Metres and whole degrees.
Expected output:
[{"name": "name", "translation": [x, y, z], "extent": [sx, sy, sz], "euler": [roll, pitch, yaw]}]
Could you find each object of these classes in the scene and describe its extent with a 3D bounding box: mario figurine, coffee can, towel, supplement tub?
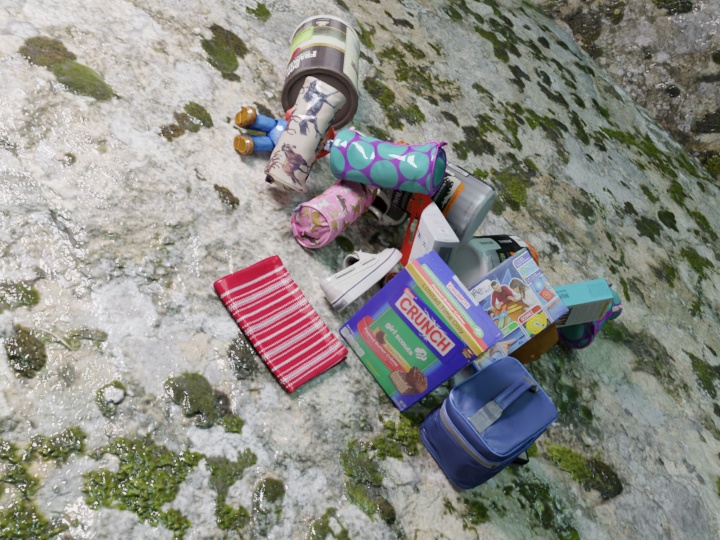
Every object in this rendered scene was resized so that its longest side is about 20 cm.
[{"name": "mario figurine", "translation": [-0.118, -0.242, 1.332], "extent": [0.200, 0.124, 0.106], "euler": [-3, 46, -40]}, {"name": "coffee can", "translation": [-0.075, -0.389, 1.480], "extent": [0.146, 0.146, 0.200], "euler": [26, 41, -23]}, {"name": "towel", "translation": [-0.116, 0.074, 1.121], "extent": [0.200, 0.022, 0.145], "euler": [53, 39, 10]}, {"name": "supplement tub", "translation": [0.133, -0.144, 1.353], "extent": [0.200, 0.123, 0.123], "euler": [33, 36, 14]}, {"name": "supplement tub", "translation": [0.254, -0.008, 1.457], "extent": [0.200, 0.123, 0.123], "euler": [-7, 61, -45]}]

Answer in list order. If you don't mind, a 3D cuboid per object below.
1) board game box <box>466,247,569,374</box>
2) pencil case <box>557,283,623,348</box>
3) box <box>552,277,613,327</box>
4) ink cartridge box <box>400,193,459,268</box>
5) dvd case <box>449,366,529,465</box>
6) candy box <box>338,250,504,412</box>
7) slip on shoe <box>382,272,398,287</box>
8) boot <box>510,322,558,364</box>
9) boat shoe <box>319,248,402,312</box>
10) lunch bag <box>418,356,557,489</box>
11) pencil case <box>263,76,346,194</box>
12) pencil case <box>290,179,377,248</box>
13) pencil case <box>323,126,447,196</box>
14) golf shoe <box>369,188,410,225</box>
[{"name": "board game box", "translation": [0.242, 0.071, 1.295], "extent": [0.200, 0.034, 0.136], "euler": [-33, 86, -12]}, {"name": "pencil case", "translation": [0.488, 0.096, 1.594], "extent": [0.200, 0.092, 0.085], "euler": [-26, 112, -50]}, {"name": "box", "translation": [0.380, 0.072, 1.456], "extent": [0.199, 0.082, 0.049], "euler": [-9, 55, -8]}, {"name": "ink cartridge box", "translation": [0.092, -0.032, 1.243], "extent": [0.047, 0.160, 0.200], "euler": [2, 32, -18]}, {"name": "dvd case", "translation": [0.216, 0.228, 1.291], "extent": [0.142, 0.018, 0.200], "euler": [20, 44, -28]}, {"name": "candy box", "translation": [0.088, 0.095, 1.144], "extent": [0.169, 0.200, 0.077], "euler": [51, 38, 8]}, {"name": "slip on shoe", "translation": [0.088, 0.080, 1.278], "extent": [0.076, 0.061, 0.200], "euler": [-4, 39, -26]}, {"name": "boot", "translation": [0.270, 0.128, 1.379], "extent": [0.071, 0.201, 0.144], "euler": [-116, -177, -52]}, {"name": "boat shoe", "translation": [0.000, 0.000, 1.262], "extent": [0.066, 0.072, 0.200], "euler": [50, 45, 1]}, {"name": "lunch bag", "translation": [0.208, 0.227, 1.162], "extent": [0.200, 0.132, 0.136], "euler": [-24, 68, -40]}, {"name": "pencil case", "translation": [-0.093, -0.230, 1.275], "extent": [0.078, 0.200, 0.089], "euler": [24, -4, 4]}, {"name": "pencil case", "translation": [-0.044, -0.112, 1.307], "extent": [0.086, 0.083, 0.200], "euler": [38, 38, 6]}, {"name": "pencil case", "translation": [0.044, -0.185, 1.261], "extent": [0.200, 0.093, 0.085], "euler": [14, 10, 23]}, {"name": "golf shoe", "translation": [0.027, -0.174, 1.440], "extent": [0.088, 0.077, 0.200], "euler": [-22, 71, -43]}]
